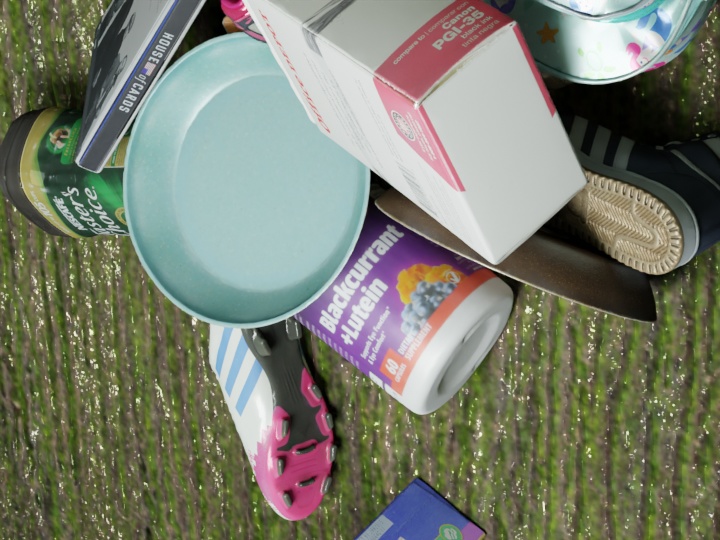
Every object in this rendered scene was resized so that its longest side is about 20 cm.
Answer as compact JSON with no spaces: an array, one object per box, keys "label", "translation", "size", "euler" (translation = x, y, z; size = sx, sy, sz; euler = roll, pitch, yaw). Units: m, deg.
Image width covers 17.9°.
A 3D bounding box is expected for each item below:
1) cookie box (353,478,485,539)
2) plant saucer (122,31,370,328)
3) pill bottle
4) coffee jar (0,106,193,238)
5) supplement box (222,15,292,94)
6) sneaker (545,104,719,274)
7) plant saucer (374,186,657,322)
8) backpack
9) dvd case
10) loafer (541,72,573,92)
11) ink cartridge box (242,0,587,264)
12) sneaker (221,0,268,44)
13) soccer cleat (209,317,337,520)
[{"label":"cookie box","translation":[-0.007,0.281,1.722],"size":[0.075,0.171,0.201],"euler":[36,129,13]},{"label":"plant saucer","translation":[-0.072,-0.061,1.569],"size":[0.198,0.036,0.202],"euler":[-1,87,29]},{"label":"pill bottle","translation":[0.000,0.000,1.616],"size":[0.199,0.111,0.112],"euler":[37,129,16]},{"label":"coffee jar","translation":[-0.175,-0.073,1.715],"size":[0.199,0.086,0.104],"euler":[2,152,37]},{"label":"supplement box","translation":[0.004,-0.178,1.555],"size":[0.199,0.069,0.067],"euler":[-12,111,41]},{"label":"sneaker","translation":[0.166,-0.068,1.480],"size":[0.200,0.108,0.071],"euler":[36,132,37]},{"label":"plant saucer","translation":[0.106,-0.020,1.491],"size":[0.199,0.200,0.032],"euler":[26,97,24]},{"label":"backpack","translation":[0.142,-0.212,1.356],"size":[0.177,0.150,0.201],"euler":[30,114,13]},{"label":"dvd case","translation":[-0.147,-0.186,1.620],"size":[0.025,0.151,0.200],"euler":[21,133,-19]},{"label":"loafer","translation":[0.116,-0.213,1.458],"size":[0.062,0.072,0.202],"euler":[-7,105,31]},{"label":"ink cartridge box","translation":[0.030,-0.116,1.397],"size":[0.200,0.083,0.147],"euler":[39,166,45]},{"label":"sneaker","translation":[-0.062,-0.243,1.524],"size":[0.080,0.074,0.202],"euler":[-27,60,33]},{"label":"soccer cleat","translation":[-0.073,0.091,1.755],"size":[0.086,0.070,0.202],"euler":[11,117,50]}]
